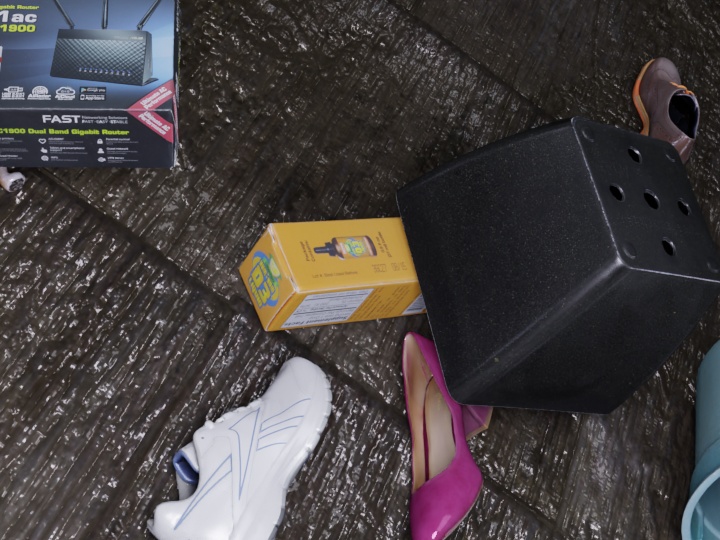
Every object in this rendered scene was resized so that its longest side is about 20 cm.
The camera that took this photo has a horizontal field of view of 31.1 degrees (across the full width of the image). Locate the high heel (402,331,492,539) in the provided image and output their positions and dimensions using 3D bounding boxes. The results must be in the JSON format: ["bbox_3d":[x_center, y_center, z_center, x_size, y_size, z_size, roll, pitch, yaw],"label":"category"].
[{"bbox_3d":[0.048,0.132,1.012,0.096,0.067,0.200,44,26,-11],"label":"high heel"}]

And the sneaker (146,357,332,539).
[{"bbox_3d":[-0.081,0.128,0.921,0.087,0.075,0.201,31,42,-4],"label":"sneaker"}]

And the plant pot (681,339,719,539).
[{"bbox_3d":[0.383,0.160,1.157,0.199,0.201,0.197,30,36,-12],"label":"plant pot"}]

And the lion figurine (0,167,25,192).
[{"bbox_3d":[-0.247,-0.147,1.027,0.199,0.073,0.123,-28,67,-42],"label":"lion figurine"}]

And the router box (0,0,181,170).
[{"bbox_3d":[-0.232,-0.151,0.959,0.198,0.062,0.151,0,51,-7],"label":"router box"}]

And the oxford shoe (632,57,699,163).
[{"bbox_3d":[0.366,-0.191,1.510,0.071,0.073,0.201,25,44,-17],"label":"oxford shoe"}]

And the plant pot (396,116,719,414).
[{"bbox_3d":[0.174,-0.014,1.061,0.199,0.177,0.201,8,56,-38],"label":"plant pot"}]

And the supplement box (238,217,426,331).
[{"bbox_3d":[0.000,0.000,1.089,0.199,0.069,0.067,-3,58,-40],"label":"supplement box"}]
